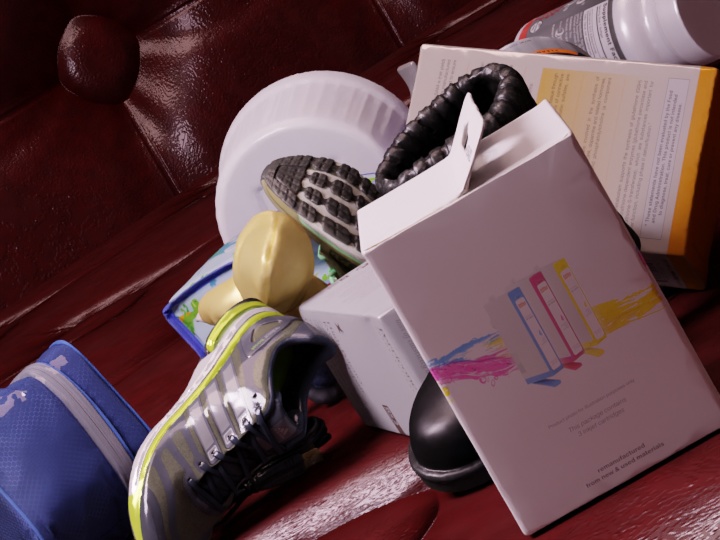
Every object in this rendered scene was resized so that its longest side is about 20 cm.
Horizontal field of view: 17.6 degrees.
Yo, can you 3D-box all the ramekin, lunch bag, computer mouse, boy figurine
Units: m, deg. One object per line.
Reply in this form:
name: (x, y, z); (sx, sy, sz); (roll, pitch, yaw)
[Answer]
ramekin: (-0.034, -0.066, 2.059); (0.200, 0.201, 0.098); (-27, 17, 18)
lunch bag: (-0.035, -0.001, 1.915); (0.200, 0.128, 0.170); (-37, 5, 25)
computer mouse: (-0.080, 0.122, 1.661); (0.109, 0.044, 0.200); (-32, 9, -2)
lunch bag: (-0.217, 0.149, 1.596); (0.132, 0.136, 0.200); (-36, -7, -32)
boy figurine: (-0.060, 0.028, 1.661); (0.123, 0.200, 0.065); (4, 61, 12)

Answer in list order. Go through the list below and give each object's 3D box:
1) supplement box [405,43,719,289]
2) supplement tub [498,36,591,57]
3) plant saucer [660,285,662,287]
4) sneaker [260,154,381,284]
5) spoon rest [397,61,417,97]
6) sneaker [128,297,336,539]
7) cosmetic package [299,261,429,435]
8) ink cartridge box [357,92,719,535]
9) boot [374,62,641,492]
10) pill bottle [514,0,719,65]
supplement box: (0.127, -0.066, 1.473); (0.199, 0.127, 0.074); (7, -14, 22)
supplement tub: (0.154, -0.090, 1.725); (0.122, 0.123, 0.200); (-30, 26, 0)
plant saucer: (0.132, -0.035, 1.553); (0.199, 0.035, 0.201); (-22, 44, 22)
sneaker: (0.000, 0.000, 1.665); (0.089, 0.200, 0.077); (-44, 12, 38)
spoon rest: (0.018, -0.175, 2.922); (0.200, 0.061, 0.099); (-49, 15, -23)
sneaker: (-0.084, 0.108, 1.524); (0.081, 0.074, 0.201); (4, 62, 44)
cosmetic package: (0.034, 0.050, 1.514); (0.074, 0.102, 0.200); (-33, 8, -12)
ink cartridge box: (0.087, 0.011, 1.232); (0.125, 0.201, 0.129); (-30, 10, 4)
boot: (0.060, 0.004, 1.333); (0.079, 0.158, 0.212); (11, 63, 48)
pill bottle: (0.247, -0.210, 2.164); (0.199, 0.116, 0.116); (-21, 13, 43)
